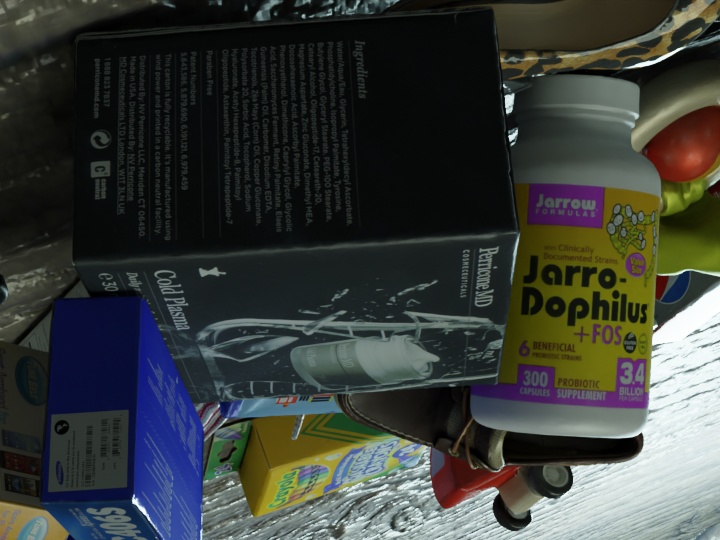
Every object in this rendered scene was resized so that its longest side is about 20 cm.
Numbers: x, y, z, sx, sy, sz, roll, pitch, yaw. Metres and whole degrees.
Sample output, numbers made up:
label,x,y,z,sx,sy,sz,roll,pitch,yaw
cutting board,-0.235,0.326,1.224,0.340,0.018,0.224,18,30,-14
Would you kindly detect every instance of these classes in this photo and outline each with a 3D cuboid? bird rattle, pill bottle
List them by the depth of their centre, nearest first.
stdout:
label,x,y,z,sx,sy,sz,roll,pitch,yaw
pill bottle,0.120,-0.008,0.830,0.103,0.202,0.104,3,178,0
bird rattle,0.189,-0.078,0.950,0.199,0.113,0.163,14,127,-36

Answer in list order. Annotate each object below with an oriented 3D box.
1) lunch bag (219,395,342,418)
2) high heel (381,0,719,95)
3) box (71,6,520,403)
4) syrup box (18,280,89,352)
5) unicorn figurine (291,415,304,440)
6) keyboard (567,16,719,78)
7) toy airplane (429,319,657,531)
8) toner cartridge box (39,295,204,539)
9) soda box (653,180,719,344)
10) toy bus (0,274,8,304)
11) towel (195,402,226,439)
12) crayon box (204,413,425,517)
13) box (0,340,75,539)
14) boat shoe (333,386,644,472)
label,x,y,z,sx,sy,sz,roll,pitch,yaw
lunch bag,0.000,0.000,0.920,0.150,0.094,0.200,0,140,-33
high heel,0.106,-0.140,0.710,0.199,0.072,0.142,-27,165,32
box,-0.027,-0.024,0.718,0.195,0.125,0.200,-5,156,1
syrup box,-0.188,0.089,0.933,0.078,0.082,0.200,3,145,-46
unicorn figurine,0.013,0.063,1.097,0.199,0.074,0.138,-35,159,-13
keyboard,0.216,-0.158,0.850,0.199,0.040,0.104,-20,-179,-9
toy airplane,0.120,0.072,1.040,0.200,0.141,0.199,-51,175,8
toner cartridge box,-0.111,0.093,0.705,0.043,0.096,0.200,-1,156,2
soda box,0.290,-0.018,1.161,0.063,0.070,0.200,-3,151,-38
toy bus,-0.217,-0.035,0.653,0.078,0.065,0.200,-17,157,-12
towel,-0.180,0.164,1.069,0.146,0.030,0.200,-43,-178,-30
crayon box,-0.033,0.158,1.270,0.199,0.052,0.126,-15,156,-18
box,-0.218,0.074,0.692,0.199,0.119,0.042,15,122,-27
boat shoe,0.082,0.089,0.902,0.198,0.073,0.072,12,-166,-5
